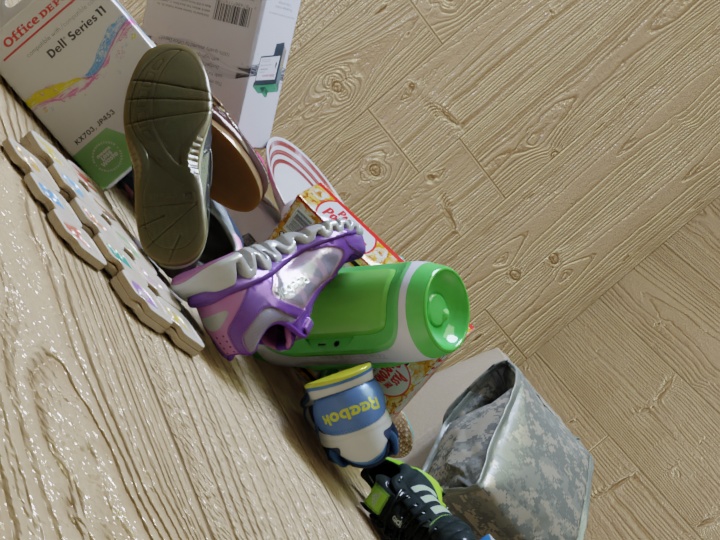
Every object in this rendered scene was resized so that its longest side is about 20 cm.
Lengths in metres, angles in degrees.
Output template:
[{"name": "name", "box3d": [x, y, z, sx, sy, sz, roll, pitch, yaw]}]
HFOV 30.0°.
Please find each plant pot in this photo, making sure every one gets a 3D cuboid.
[{"name": "plant pot", "box3d": [0.150, 0.209, 1.586, 0.200, 0.177, 0.200, 49, 2, -12]}]

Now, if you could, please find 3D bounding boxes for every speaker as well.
[{"name": "speaker", "box3d": [-0.008, 0.040, 1.166, 0.200, 0.089, 0.088, -5, -37, 36]}]

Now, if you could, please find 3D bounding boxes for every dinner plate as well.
[{"name": "dinner plate", "box3d": [-0.049, -0.057, 1.471, 0.200, 0.024, 0.200, 51, 19, -25]}]

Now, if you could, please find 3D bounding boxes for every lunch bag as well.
[{"name": "lunch bag", "box3d": [0.161, 0.216, 1.428, 0.164, 0.117, 0.200, 49, 45, -19]}]

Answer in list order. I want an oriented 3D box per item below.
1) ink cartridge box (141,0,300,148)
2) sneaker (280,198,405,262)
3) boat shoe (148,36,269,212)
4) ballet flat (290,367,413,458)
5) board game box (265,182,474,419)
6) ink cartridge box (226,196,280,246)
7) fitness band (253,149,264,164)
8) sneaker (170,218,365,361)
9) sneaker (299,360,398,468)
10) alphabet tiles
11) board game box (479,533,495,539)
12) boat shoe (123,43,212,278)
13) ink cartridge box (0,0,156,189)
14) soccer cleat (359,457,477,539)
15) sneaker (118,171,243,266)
[{"name": "ink cartridge box", "box3d": [-0.156, -0.241, 1.436, 0.146, 0.200, 0.084, 18, 11, 23]}, {"name": "sneaker", "box3d": [0.000, 0.000, 1.330, 0.200, 0.088, 0.075, 58, 24, 12]}, {"name": "boat shoe", "box3d": [-0.156, -0.143, 1.243, 0.200, 0.070, 0.070, 47, 37, -10]}, {"name": "ballet flat", "box3d": [-0.028, 0.115, 1.341, 0.200, 0.071, 0.065, 47, 29, 14]}, {"name": "board game box", "box3d": [-0.014, 0.041, 1.258, 0.200, 0.152, 0.046, 44, 35, 8]}, {"name": "ink cartridge box", "box3d": [-0.086, 0.009, 1.474, 0.200, 0.084, 0.144, 51, 3, 12]}, {"name": "fitness band", "box3d": [-0.174, -0.117, 1.401, 0.143, 0.038, 0.200, 7, 14, -14]}, {"name": "sneaker", "box3d": [-0.063, 0.017, 1.085, 0.200, 0.080, 0.089, -24, 91, -49]}, {"name": "sneaker", "box3d": [-0.008, 0.133, 1.154, 0.200, 0.074, 0.082, 73, -6, -80]}, {"name": "alphabet tiles", "box3d": [-0.183, -0.022, 0.993, 0.200, 0.015, 0.196, 52, 3, 33]}, {"name": "board game box", "box3d": [0.165, 0.345, 1.161, 0.200, 0.056, 0.196, 49, 2, -7]}, {"name": "boat shoe", "box3d": [-0.156, -0.087, 1.093, 0.066, 0.072, 0.201, 109, -22, -64]}, {"name": "ink cartridge box", "box3d": [-0.243, -0.182, 1.157, 0.200, 0.117, 0.067, 49, 1, -7]}, {"name": "soccer cleat", "box3d": [0.043, 0.210, 1.095, 0.081, 0.068, 0.200, 31, 7, -16]}, {"name": "sneaker", "box3d": [-0.177, -0.073, 1.259, 0.200, 0.070, 0.082, 47, 1, -21]}]
